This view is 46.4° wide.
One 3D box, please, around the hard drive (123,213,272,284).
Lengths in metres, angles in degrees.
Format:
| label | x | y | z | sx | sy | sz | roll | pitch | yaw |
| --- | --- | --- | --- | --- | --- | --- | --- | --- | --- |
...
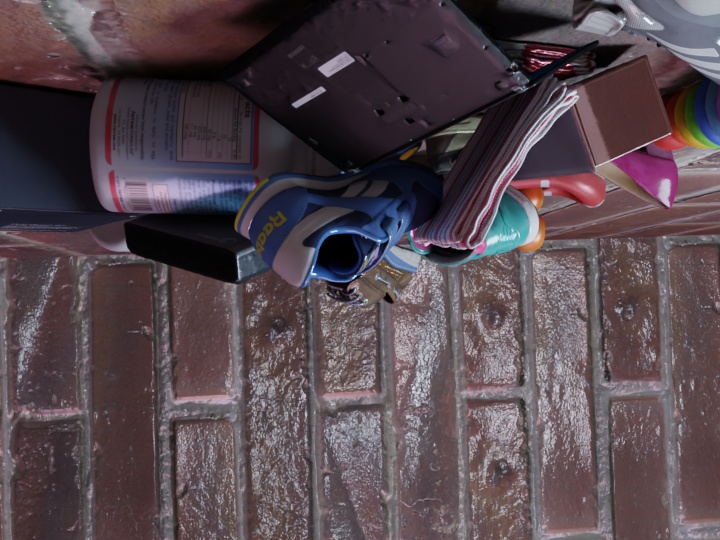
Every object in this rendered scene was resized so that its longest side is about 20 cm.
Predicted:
| label | x | y | z | sx | sy | sz | roll | pitch | yaw |
| --- | --- | --- | --- | --- | --- | --- | --- | --- | --- |
| hard drive | -0.091 | -0.045 | 0.756 | 0.137 | 0.034 | 0.199 | 14 | -153 | 34 |

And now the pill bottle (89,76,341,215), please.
| label | x | y | z | sx | sy | sz | roll | pitch | yaw |
| --- | --- | --- | --- | --- | --- | --- | --- | --- | --- |
| pill bottle | -0.114 | -0.101 | 0.697 | 0.195 | 0.112 | 0.109 | 2 | 177 | -4 |

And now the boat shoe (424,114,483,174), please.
| label | x | y | z | sx | sy | sz | roll | pitch | yaw |
| --- | --- | --- | --- | --- | --- | --- | --- | --- | --- |
| boat shoe | 0.162 | -0.130 | 0.911 | 0.195 | 0.066 | 0.073 | -1 | 179 | -7 |

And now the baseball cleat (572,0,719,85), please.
| label | x | y | z | sx | sy | sz | roll | pitch | yaw |
| --- | --- | --- | --- | --- | --- | --- | --- | --- | --- |
| baseball cleat | 0.185 | -0.156 | 0.492 | 0.105 | 0.071 | 0.199 | 4 | 172 | 33 |

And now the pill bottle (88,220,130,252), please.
| label | x | y | z | sx | sy | sz | roll | pitch | yaw |
| --- | --- | --- | --- | --- | --- | --- | --- | --- | --- |
| pill bottle | -0.253 | -0.080 | 1.102 | 0.113 | 0.119 | 0.199 | -4 | 177 | 28 |

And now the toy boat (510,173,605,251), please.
| label | x | y | z | sx | sy | sz | roll | pitch | yaw |
| --- | --- | --- | --- | --- | --- | --- | --- | --- | --- |
| toy boat | 0.219 | -0.092 | 1.098 | 0.195 | 0.134 | 0.130 | -3 | 178 | 16 |

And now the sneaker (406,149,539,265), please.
| label | x | y | z | sx | sy | sz | roll | pitch | yaw |
| --- | --- | --- | --- | --- | --- | --- | --- | --- | --- |
| sneaker | 0.087 | -0.069 | 0.931 | 0.119 | 0.085 | 0.199 | -21 | -143 | -34 |

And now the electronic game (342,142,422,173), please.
| label | x | y | z | sx | sy | sz | roll | pitch | yaw |
| --- | --- | --- | --- | --- | --- | --- | --- | --- | --- |
| electronic game | -0.020 | -0.104 | 0.944 | 0.197 | 0.042 | 0.200 | -26 | 179 | -1 |

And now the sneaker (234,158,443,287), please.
| label | x | y | z | sx | sy | sz | roll | pitch | yaw |
| --- | --- | --- | --- | --- | --- | --- | --- | --- | --- |
| sneaker | -0.001 | -0.033 | 0.658 | 0.197 | 0.083 | 0.075 | -15 | 144 | -39 |

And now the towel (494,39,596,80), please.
| label | x | y | z | sx | sy | sz | roll | pitch | yaw |
| --- | --- | --- | --- | --- | --- | --- | --- | --- | --- |
| towel | 0.074 | -0.159 | 0.692 | 0.196 | 0.023 | 0.143 | -2 | 178 | -24 |

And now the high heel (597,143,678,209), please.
| label | x | y | z | sx | sy | sz | roll | pitch | yaw |
| --- | --- | --- | --- | --- | --- | --- | --- | --- | --- |
| high heel | 0.270 | -0.116 | 0.977 | 0.195 | 0.099 | 0.067 | -3 | 178 | 6 |

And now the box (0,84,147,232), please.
| label | x | y | z | sx | sy | sz | roll | pitch | yaw |
| --- | --- | --- | --- | --- | --- | --- | --- | --- | --- |
| box | -0.322 | -0.097 | 0.776 | 0.197 | 0.107 | 0.180 | 0 | 178 | -43 |

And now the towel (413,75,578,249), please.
| label | x | y | z | sx | sy | sz | roll | pitch | yaw |
| --- | --- | --- | --- | --- | --- | --- | --- | --- | --- |
| towel | 0.103 | -0.081 | 0.704 | 0.030 | 0.148 | 0.200 | 32 | 179 | -6 |

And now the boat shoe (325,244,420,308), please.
| label | x | y | z | sx | sy | sz | roll | pitch | yaw |
| --- | --- | --- | --- | --- | --- | --- | --- | --- | --- |
| boat shoe | 0.000 | 0.000 | 0.862 | 0.071 | 0.074 | 0.198 | 17 | -178 | 35 |

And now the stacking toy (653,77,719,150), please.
| label | x | y | z | sx | sy | sz | roll | pitch | yaw |
| --- | --- | --- | --- | --- | --- | --- | --- | --- | --- |
| stacking toy | 0.314 | -0.143 | 0.751 | 0.083 | 0.088 | 0.200 | -2 | -177 | -11 |

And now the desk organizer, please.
| label | x | y | z | sx | sy | sz | roll | pitch | yaw |
| --- | --- | --- | --- | --- | --- | --- | --- | --- | --- |
| desk organizer | 0.188 | -0.131 | 0.755 | 0.076 | 0.073 | 0.200 | -23 | -173 | -7 |

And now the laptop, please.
| label | x | y | z | sx | sy | sz | roll | pitch | yaw |
| --- | --- | --- | --- | --- | --- | --- | --- | --- | --- |
| laptop | 0.038 | -0.147 | 0.585 | 0.199 | 0.105 | 0.175 | 33 | 145 | -32 |
